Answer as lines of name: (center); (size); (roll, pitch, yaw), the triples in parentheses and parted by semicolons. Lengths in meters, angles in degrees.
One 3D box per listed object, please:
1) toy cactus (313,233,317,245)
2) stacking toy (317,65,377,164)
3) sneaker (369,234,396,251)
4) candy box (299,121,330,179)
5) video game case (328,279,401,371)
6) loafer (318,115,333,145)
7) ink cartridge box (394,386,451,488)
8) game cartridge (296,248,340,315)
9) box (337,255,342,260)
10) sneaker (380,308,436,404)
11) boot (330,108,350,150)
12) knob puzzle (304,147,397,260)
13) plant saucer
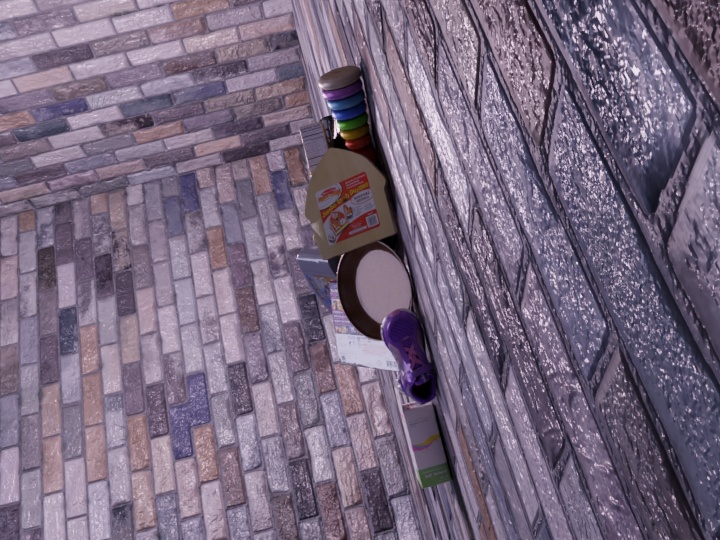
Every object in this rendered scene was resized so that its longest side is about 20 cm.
toy cactus: (-0.030, -0.093, 1.946); (0.102, 0.163, 0.202); (-49, -50, -71)
stacking toy: (-0.016, -0.287, 1.573); (0.086, 0.084, 0.202); (-110, 2, -63)
sneaker: (0.028, -0.066, 1.678); (0.200, 0.075, 0.115); (97, 164, -62)
candy box: (-0.073, -0.193, 1.692); (0.116, 0.055, 0.202); (69, -174, -71)
video game case: (0.023, 0.111, 1.660); (0.199, 0.036, 0.184); (0, 101, 45)
loafer: (-0.038, -0.266, 1.831); (0.072, 0.072, 0.201); (-51, -46, -37)
ink cartridge box: (0.128, 0.336, 1.690); (0.117, 0.067, 0.202); (131, 124, -87)
game cartridge: (-0.064, 0.036, 1.869); (0.132, 0.042, 0.201); (2, 133, 46)
box: (-0.036, -0.045, 1.835); (0.070, 0.064, 0.201); (-56, -32, -32)
sneaker: (0.098, 0.166, 1.502); (0.089, 0.080, 0.202); (-125, 16, -63)
boot: (-0.023, -0.299, 1.690); (0.138, 0.077, 0.202); (161, 94, -82)
knob puzzle: (-0.025, -0.141, 1.569); (0.030, 0.218, 0.222); (-6, -100, -58)
plant saucer: (0.035, 0.035, 1.579); (0.199, 0.036, 0.203); (14, 110, 42)
